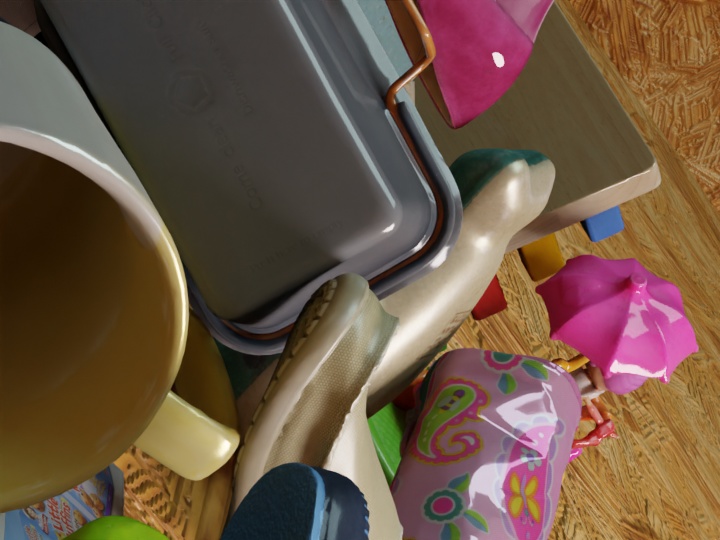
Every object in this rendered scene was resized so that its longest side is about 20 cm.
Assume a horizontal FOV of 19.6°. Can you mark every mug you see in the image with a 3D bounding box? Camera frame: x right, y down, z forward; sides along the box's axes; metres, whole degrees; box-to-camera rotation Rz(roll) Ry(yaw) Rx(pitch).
[{"bbox_3d":[-0.140,-0.002,0.743,0.153,0.149,0.187,-114,-174,-57],"label":"mug"}]

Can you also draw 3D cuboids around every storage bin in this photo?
[{"bbox_3d":[-0.042,-0.071,0.825,0.200,0.146,0.134,61,3,-1],"label":"storage bin"}]

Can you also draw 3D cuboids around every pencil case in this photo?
[{"bbox_3d":[0.042,0.126,0.965,0.087,0.087,0.200,48,45,-28],"label":"pencil case"}]

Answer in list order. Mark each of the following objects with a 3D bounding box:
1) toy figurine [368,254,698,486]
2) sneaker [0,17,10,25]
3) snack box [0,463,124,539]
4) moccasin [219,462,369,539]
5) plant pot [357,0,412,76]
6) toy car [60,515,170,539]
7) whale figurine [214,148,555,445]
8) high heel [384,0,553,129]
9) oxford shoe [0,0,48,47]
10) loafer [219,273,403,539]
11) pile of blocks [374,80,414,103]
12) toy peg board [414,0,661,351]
[{"bbox_3d":[0.118,0.071,1.231,0.200,0.184,0.150,34,28,-55],"label":"toy figurine"},{"bbox_3d":[-0.150,-0.041,0.867,0.200,0.074,0.082,43,23,-37],"label":"sneaker"},{"bbox_3d":[-0.115,0.121,0.747,0.072,0.024,0.200,47,19,-31],"label":"snack box"},{"bbox_3d":[-0.027,0.166,0.698,0.068,0.200,0.080,17,-7,-29],"label":"moccasin"},{"bbox_3d":[-0.060,-0.193,1.150,0.200,0.196,0.196,39,0,-21],"label":"plant pot"},{"bbox_3d":[-0.071,0.135,0.581,0.158,0.164,0.200,56,19,-6],"label":"toy car"},{"bbox_3d":[0.000,0.000,0.999,0.104,0.200,0.159,49,17,11],"label":"whale figurine"},{"bbox_3d":[-0.003,-0.147,0.916,0.200,0.096,0.067,30,8,-26],"label":"high heel"},{"bbox_3d":[-0.183,-0.129,0.945,0.073,0.071,0.200,66,18,15],"label":"oxford shoe"},{"bbox_3d":[-0.015,0.089,0.802,0.068,0.200,0.076,19,35,2],"label":"loafer"},{"bbox_3d":[-0.046,-0.113,0.926,0.200,0.082,0.062,56,9,0],"label":"pile of blocks"},{"bbox_3d":[0.070,-0.054,1.322,0.200,0.199,0.098,-113,180,-46],"label":"toy peg board"}]
